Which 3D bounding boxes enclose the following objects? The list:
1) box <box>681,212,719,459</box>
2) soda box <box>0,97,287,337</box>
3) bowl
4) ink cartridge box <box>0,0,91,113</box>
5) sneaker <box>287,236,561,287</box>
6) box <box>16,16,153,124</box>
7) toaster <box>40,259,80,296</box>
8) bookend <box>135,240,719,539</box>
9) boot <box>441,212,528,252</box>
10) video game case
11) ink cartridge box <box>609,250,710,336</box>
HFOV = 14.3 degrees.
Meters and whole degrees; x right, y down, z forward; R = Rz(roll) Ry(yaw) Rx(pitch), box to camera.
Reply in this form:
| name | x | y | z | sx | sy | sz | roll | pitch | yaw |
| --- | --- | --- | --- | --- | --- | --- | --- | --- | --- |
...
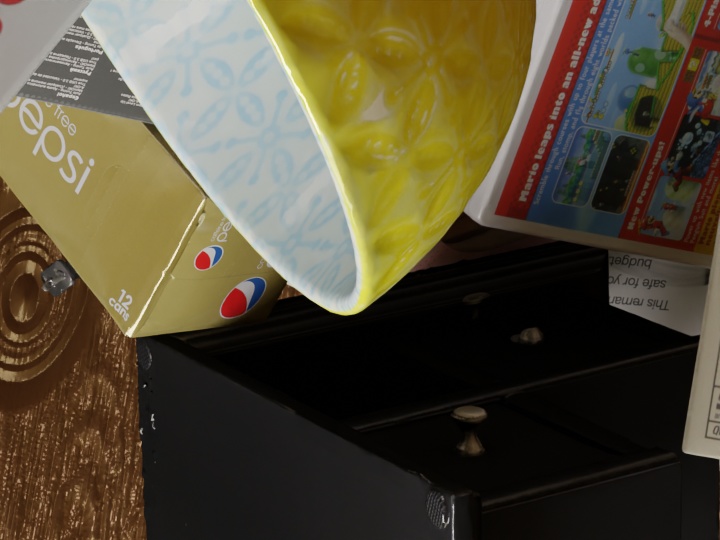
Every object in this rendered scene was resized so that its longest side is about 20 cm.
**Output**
| name | x | y | z | sx | sy | sz | roll | pitch | yaw |
| --- | --- | --- | --- | --- | --- | --- | --- | --- | --- |
| box | 0.170 | -0.032 | 0.900 | 0.095 | 0.201 | 0.078 | 10 | 180 | 30 |
| soda box | -0.097 | -0.068 | 0.986 | 0.068 | 0.064 | 0.200 | -7 | -134 | -47 |
| bowl | -0.014 | -0.101 | 0.712 | 0.108 | 0.200 | 0.200 | -34 | -169 | -11 |
| ink cartridge box | -0.192 | -0.084 | 0.722 | 0.200 | 0.147 | 0.146 | 40 | 171 | -15 |
| sneaker | 0.000 | 0.000 | 1.081 | 0.200 | 0.105 | 0.075 | -5 | -165 | -25 |
| box | -0.088 | -0.114 | 0.954 | 0.200 | 0.044 | 0.160 | 9 | -143 | -33 |
| toaster | -0.062 | -0.079 | 1.257 | 0.114 | 0.200 | 0.129 | 48 | 146 | -5 |
| bookend | 0.057 | 0.068 | 0.963 | 0.198 | 0.092 | 0.200 | -11 | -161 | -29 |
| boot | 0.134 | -0.054 | 1.065 | 0.146 | 0.200 | 0.070 | 36 | -163 | -48 |
| video game case | 0.140 | -0.068 | 0.995 | 0.200 | 0.143 | 0.017 | 10 | -162 | -34 |
| ink cartridge box | 0.090 | -0.023 | 1.178 | 0.146 | 0.201 | 0.084 | 5 | 179 | 12 |
